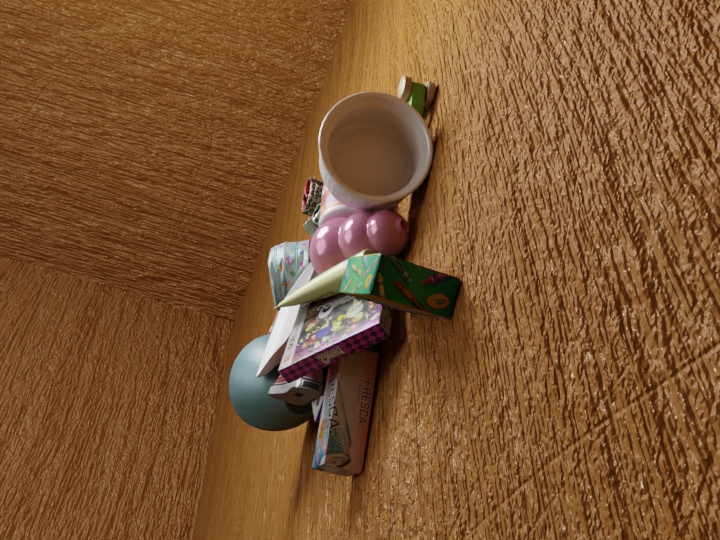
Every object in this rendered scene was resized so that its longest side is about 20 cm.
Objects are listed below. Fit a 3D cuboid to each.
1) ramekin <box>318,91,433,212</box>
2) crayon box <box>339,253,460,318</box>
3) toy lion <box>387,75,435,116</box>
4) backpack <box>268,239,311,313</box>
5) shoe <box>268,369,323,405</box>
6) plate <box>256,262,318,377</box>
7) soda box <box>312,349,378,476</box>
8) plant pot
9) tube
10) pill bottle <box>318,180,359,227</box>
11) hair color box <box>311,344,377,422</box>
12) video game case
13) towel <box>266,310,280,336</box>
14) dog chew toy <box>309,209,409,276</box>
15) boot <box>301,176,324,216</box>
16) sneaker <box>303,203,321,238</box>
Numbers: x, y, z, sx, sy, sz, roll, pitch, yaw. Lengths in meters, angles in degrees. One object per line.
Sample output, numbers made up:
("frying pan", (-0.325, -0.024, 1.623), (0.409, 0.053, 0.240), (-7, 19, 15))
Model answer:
("ramekin", (0.020, -0.200, 1.404), (0.098, 0.199, 0.202), (123, 161, -72))
("crayon box", (0.050, 0.022, 1.143), (0.200, 0.118, 0.059), (179, 108, -77))
("toy lion", (0.074, -0.257, 1.556), (0.200, 0.068, 0.193), (167, 112, -75))
("backpack", (-0.142, 0.030, 1.846), (0.167, 0.125, 0.201), (-105, 7, -59))
("shoe", (-0.109, 0.187, 1.465), (0.200, 0.071, 0.092), (145, 143, -63))
("plate", (-0.129, 0.091, 1.539), (0.200, 0.032, 0.201), (-49, 19, 50))
("soda box", (-0.023, 0.225, 1.299), (0.064, 0.068, 0.202), (137, 145, -60))
("plant pot", (-0.148, 0.235, 1.626), (0.134, 0.199, 0.202), (3, 75, 57))
("tube", (-0.054, 0.024, 1.368), (0.199, 0.058, 0.052), (-25, 44, 31))
("pill bottle", (-0.020, -0.152, 1.560), (0.112, 0.111, 0.201), (120, 160, -47))
("hair color box", (-0.027, 0.164, 1.428), (0.109, 0.064, 0.201), (-112, 42, -70))
("video game case", (-0.032, 0.084, 1.323), (0.199, 0.036, 0.182), (-27, 25, 23))
("towel", (-0.157, 0.205, 1.711), (0.023, 0.144, 0.201), (2, 66, 55))
("dog chew toy", (0.003, -0.046, 1.403), (0.199, 0.124, 0.125), (-21, 48, 40))
("boot", (-0.044, -0.167, 1.726), (0.073, 0.149, 0.201), (121, 161, -48))
("sneaker", (-0.070, -0.038, 1.582), (0.074, 0.118, 0.202), (-42, 30, 52))
